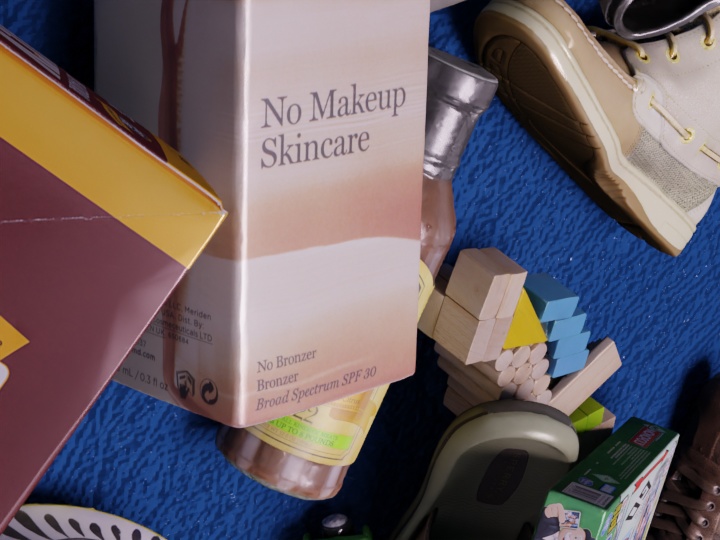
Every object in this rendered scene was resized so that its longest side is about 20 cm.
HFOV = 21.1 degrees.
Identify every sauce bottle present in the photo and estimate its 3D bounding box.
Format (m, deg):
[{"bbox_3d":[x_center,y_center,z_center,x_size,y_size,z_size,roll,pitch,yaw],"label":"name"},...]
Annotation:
[{"bbox_3d":[0.000,0.000,0.839,0.065,0.065,0.200,11,107,-43],"label":"sauce bottle"}]

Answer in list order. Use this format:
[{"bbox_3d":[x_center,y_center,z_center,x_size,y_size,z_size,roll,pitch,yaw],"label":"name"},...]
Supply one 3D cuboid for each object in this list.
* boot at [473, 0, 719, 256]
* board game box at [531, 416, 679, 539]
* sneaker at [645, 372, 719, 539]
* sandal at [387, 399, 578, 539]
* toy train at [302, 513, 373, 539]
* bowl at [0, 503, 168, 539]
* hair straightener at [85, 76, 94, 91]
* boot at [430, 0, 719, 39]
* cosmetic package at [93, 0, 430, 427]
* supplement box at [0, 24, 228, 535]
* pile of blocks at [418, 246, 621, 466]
[{"bbox_3d":[0.143,-0.111,0.883,0.155,0.072,0.200,-51,141,-2],"label":"boot"},{"bbox_3d":[0.103,0.150,0.918,0.200,0.029,0.135,-16,124,-71],"label":"board game box"},{"bbox_3d":[0.192,0.152,1.084,0.075,0.070,0.201,-21,127,-27],"label":"sneaker"},{"bbox_3d":[0.054,0.139,0.920,0.080,0.057,0.201,0,139,-10],"label":"sandal"},{"bbox_3d":[0.000,0.215,0.944,0.042,0.056,0.201,-7,111,2],"label":"toy train"},{"bbox_3d":[-0.127,0.204,0.780,0.200,0.094,0.201,-3,102,-17],"label":"bowl"},{"bbox_3d":[-0.088,-0.049,0.751,0.200,0.041,0.077,14,106,-44],"label":"hair straightener"},{"bbox_3d":[0.072,-0.129,0.759,0.200,0.131,0.068,-32,135,-6],"label":"boot"},{"bbox_3d":[-0.036,-0.055,0.721,0.103,0.087,0.201,-15,112,-43],"label":"cosmetic package"},{"bbox_3d":[-0.180,-0.002,0.580,0.197,0.133,0.200,36,91,-14],"label":"supplement box"},{"bbox_3d":[0.071,0.040,0.925,0.082,0.062,0.200,-40,143,-15],"label":"pile of blocks"}]
